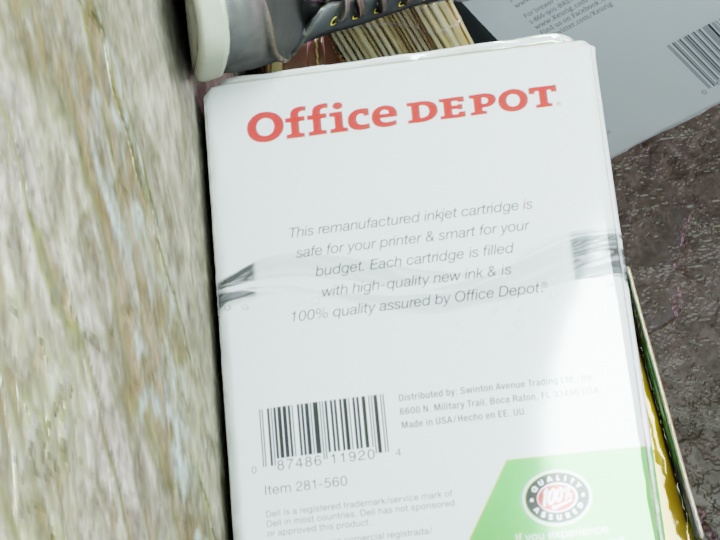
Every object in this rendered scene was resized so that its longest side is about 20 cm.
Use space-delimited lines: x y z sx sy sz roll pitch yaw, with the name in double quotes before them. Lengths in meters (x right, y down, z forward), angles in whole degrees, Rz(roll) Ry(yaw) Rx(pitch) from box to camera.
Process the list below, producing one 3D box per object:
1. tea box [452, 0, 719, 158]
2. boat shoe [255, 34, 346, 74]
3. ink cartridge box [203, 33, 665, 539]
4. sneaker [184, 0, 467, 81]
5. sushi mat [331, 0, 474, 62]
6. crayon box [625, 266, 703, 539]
"tea box" 0.108 -0.165 1.101 0.134 0.200 0.197 42 41 -28
"boat shoe" -0.007 -0.061 1.023 0.200 0.067 0.072 75 9 -57
"ink cartridge box" 0.025 0.029 0.815 0.084 0.146 0.200 74 11 -68
"sneaker" -0.011 -0.120 0.840 0.200 0.106 0.075 -78 161 -75
"sushi mat" 0.040 -0.055 1.061 0.012 0.096 0.200 -57 133 -29
"crayon box" 0.119 0.079 1.074 0.200 0.052 0.126 60 16 -78
